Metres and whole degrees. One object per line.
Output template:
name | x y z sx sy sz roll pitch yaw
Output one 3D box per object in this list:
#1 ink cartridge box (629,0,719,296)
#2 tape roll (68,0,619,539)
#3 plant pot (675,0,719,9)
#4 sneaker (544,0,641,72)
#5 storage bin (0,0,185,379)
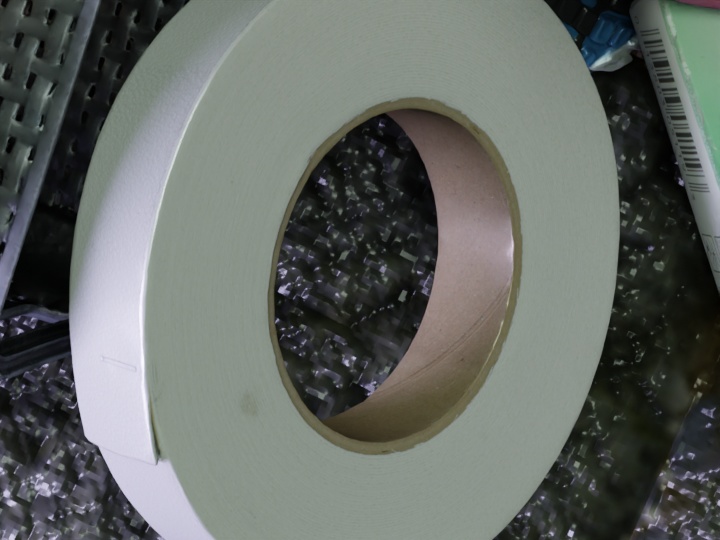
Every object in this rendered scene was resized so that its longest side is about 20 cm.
ink cartridge box | 0.204 -0.045 0.878 0.199 0.050 0.162 -20 95 -6
tape roll | 0.000 0.000 0.810 0.202 0.037 0.204 -12 107 -42
plant pot | 0.150 -0.184 0.759 0.199 0.200 0.180 3 79 -4
sneaker | 0.091 -0.158 0.898 0.087 0.075 0.201 32 94 43
storage bin | -0.097 -0.082 0.795 0.093 0.135 0.201 22 101 12
